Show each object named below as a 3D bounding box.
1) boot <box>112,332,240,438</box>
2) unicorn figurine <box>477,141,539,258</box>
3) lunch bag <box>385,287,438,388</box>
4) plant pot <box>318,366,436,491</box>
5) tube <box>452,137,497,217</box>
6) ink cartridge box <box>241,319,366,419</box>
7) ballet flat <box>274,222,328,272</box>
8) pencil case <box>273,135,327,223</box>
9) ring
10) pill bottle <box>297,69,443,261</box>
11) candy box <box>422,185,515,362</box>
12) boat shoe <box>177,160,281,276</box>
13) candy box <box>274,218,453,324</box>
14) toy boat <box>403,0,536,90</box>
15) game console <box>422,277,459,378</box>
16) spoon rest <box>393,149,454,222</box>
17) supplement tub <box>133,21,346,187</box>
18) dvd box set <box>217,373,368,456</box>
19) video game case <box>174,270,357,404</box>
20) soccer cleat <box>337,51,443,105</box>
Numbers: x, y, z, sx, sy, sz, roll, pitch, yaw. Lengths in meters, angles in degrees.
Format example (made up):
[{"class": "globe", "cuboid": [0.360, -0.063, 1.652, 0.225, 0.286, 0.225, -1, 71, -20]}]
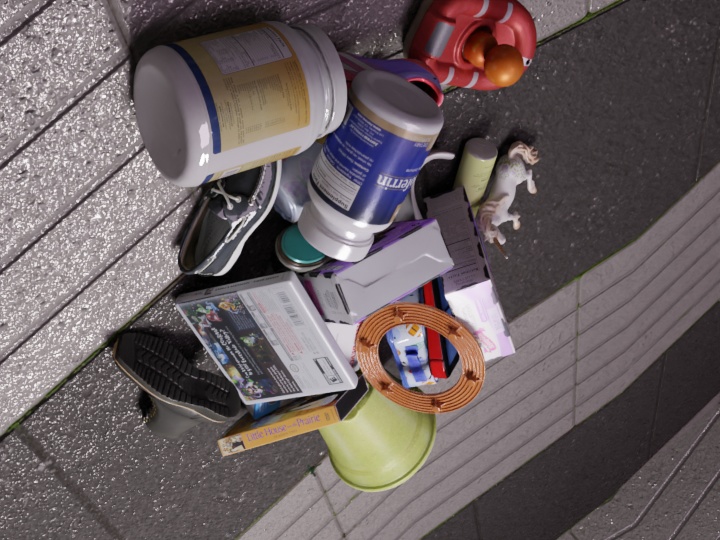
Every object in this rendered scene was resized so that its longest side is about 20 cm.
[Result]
[{"class": "boot", "cuboid": [-0.278, 0.169, 1.384, 0.137, 0.079, 0.199, -27, 129, 35]}, {"class": "unicorn figurine", "cuboid": [0.224, -0.107, 1.606, 0.137, 0.072, 0.205, 24, 72, -64]}, {"class": "lunch bag", "cuboid": [0.078, 0.085, 1.604, 0.074, 0.163, 0.201, -6, 146, 11]}, {"class": "plant pot", "cuboid": [0.000, 0.225, 1.661, 0.200, 0.200, 0.185, -41, 137, -4]}, {"class": "tube", "cuboid": [0.164, -0.112, 1.590, 0.057, 0.053, 0.202, 10, 135, -5]}, {"class": "ink cartridge box", "cuboid": [-0.088, 0.108, 1.511, 0.197, 0.085, 0.146, -21, 141, -30]}, {"class": "ballet flat", "cuboid": [-0.070, -0.033, 1.325, 0.064, 0.067, 0.201, -55, -177, 30]}, {"class": "pencil case", "cuboid": [-0.034, -0.145, 1.295, 0.199, 0.083, 0.092, -37, 133, -13]}, {"class": "ring", "cuboid": [0.084, 0.133, 1.495, 0.019, 0.197, 0.203, -62, 169, -50]}, {"class": "pill bottle", "cuboid": [0.006, -0.118, 1.192, 0.114, 0.116, 0.202, -5, 133, -44]}, {"class": "candy box", "cuboid": [0.160, 0.008, 1.527, 0.070, 0.202, 0.169, -17, 135, 8]}, {"class": "boat shoe", "cuboid": [-0.160, -0.072, 1.243, 0.060, 0.075, 0.202, -7, 131, -51]}, {"class": "candy box", "cuboid": [0.000, 0.000, 1.380, 0.166, 0.199, 0.073, -29, 103, -25]}, {"class": "toy boat", "cuboid": [0.159, -0.282, 1.317, 0.198, 0.131, 0.132, -4, 130, -46]}, {"class": "game console", "cuboid": [0.125, 0.065, 1.592, 0.200, 0.030, 0.181, -25, 111, -78]}, {"class": "spoon rest", "cuboid": [0.078, -0.079, 1.479, 0.060, 0.099, 0.204, 14, 93, -28]}, {"class": "supplement tub", "cuboid": [-0.126, -0.182, 1.096, 0.197, 0.144, 0.146, -21, 141, -32]}, {"class": "dvd box set", "cuboid": [-0.097, 0.212, 1.520, 0.197, 0.030, 0.146, -19, -174, 21]}, {"class": "video game case", "cuboid": [-0.122, 0.093, 1.351, 0.179, 0.024, 0.202, -11, 128, 26]}, {"class": "soccer cleat", "cuboid": [0.005, -0.219, 1.227, 0.196, 0.077, 0.068, -5, 125, -21]}]
